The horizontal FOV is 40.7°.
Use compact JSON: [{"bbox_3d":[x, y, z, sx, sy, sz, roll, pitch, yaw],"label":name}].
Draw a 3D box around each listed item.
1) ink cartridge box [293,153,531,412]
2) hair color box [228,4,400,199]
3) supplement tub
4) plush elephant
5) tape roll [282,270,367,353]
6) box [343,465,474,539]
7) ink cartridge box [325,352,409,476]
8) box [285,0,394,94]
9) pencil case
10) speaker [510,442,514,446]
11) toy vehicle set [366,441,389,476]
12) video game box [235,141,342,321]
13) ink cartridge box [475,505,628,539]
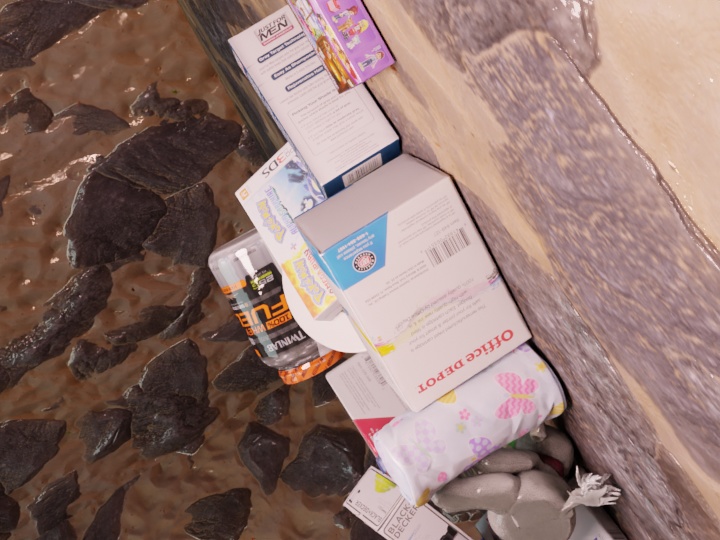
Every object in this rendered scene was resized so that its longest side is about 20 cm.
[{"bbox_3d":[0.050,0.009,0.999,0.200,0.147,0.145,61,174,-21],"label":"ink cartridge box"},{"bbox_3d":[-0.050,-0.189,1.064,0.200,0.100,0.061,58,176,12],"label":"hair color box"},{"bbox_3d":[-0.105,0.041,1.281,0.200,0.122,0.123,62,175,-9],"label":"supplement tub"},{"bbox_3d":[0.183,0.232,1.081,0.165,0.200,0.155,59,-162,-17],"label":"plush elephant"},{"bbox_3d":[0.000,0.000,1.170,0.203,0.203,0.037,57,-163,19],"label":"tape roll"},{"bbox_3d":[0.086,0.322,1.148,0.200,0.060,0.117,40,169,-17],"label":"box"},{"bbox_3d":[0.081,0.141,1.188,0.148,0.200,0.086,56,176,25],"label":"ink cartridge box"},{"bbox_3d":[-0.045,-0.265,0.904,0.200,0.039,0.137,59,174,-9],"label":"box"},{"bbox_3d":[0.112,0.157,0.990,0.091,0.200,0.083,59,171,-5],"label":"pencil case"},{"bbox_3d":[0.238,0.327,1.456,0.200,0.088,0.088,62,174,-33],"label":"speaker"},{"bbox_3d":[0.109,0.199,1.280,0.027,0.200,0.124,54,173,32],"label":"toy vehicle set"},{"bbox_3d":[-0.033,-0.073,1.145,0.200,0.182,0.047,56,-156,20],"label":"video game box"},{"bbox_3d":[0.224,0.355,1.172,0.041,0.200,0.200,16,-154,-42],"label":"ink cartridge box"}]
